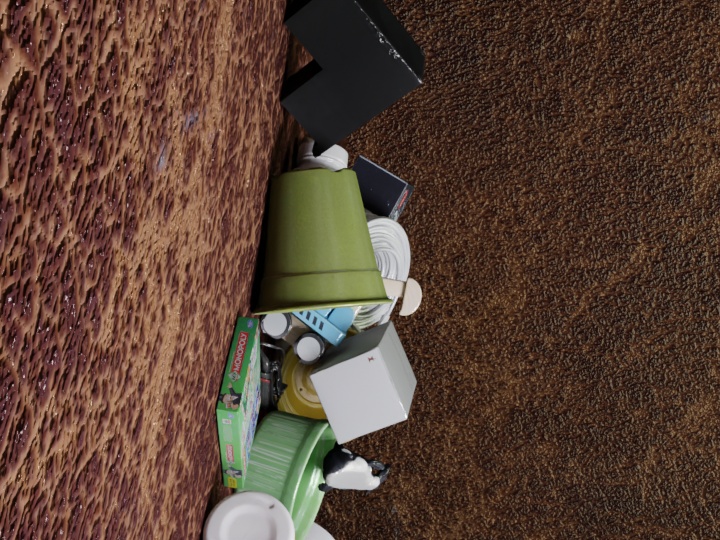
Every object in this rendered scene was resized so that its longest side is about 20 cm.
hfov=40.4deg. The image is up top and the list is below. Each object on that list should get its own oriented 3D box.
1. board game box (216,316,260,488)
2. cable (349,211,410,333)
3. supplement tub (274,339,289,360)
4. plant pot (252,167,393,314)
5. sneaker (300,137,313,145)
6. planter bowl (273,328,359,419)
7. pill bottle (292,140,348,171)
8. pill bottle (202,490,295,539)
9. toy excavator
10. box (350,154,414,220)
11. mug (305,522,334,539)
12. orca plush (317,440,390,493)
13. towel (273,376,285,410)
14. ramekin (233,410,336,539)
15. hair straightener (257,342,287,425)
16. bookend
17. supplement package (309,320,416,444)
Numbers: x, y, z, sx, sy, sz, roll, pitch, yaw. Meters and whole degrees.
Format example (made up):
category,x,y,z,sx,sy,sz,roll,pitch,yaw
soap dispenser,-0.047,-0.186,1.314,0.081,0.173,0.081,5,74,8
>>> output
category,x,y,z,sx,sy,sz,roll,pitch,yaw
board game box,-0.153,0.172,1.251,0.201,0.029,0.136,97,2,-52
cable,0.000,0.000,1.649,0.199,0.069,0.201,35,86,-47
supplement tub,-0.074,0.087,1.798,0.201,0.143,0.146,-81,178,-58
plant pot,-0.060,-0.041,1.370,0.200,0.197,0.193,74,11,-88
sneaker,-0.071,-0.163,1.727,0.201,0.087,0.076,97,1,-62
planter bowl,-0.061,0.190,1.671,0.083,0.198,0.203,-169,-94,-72
pill bottle,-0.072,-0.095,1.538,0.111,0.110,0.203,95,3,-71
pill bottle,-0.138,0.367,1.228,0.201,0.111,0.113,97,1,-53
toy excavator,-0.030,0.055,1.506,0.201,0.194,0.100,-54,179,2
box,0.004,-0.094,1.787,0.202,0.103,0.182,-61,176,6
mug,-0.142,0.575,1.774,0.176,0.147,0.201,-53,172,-48
orca plush,-0.011,0.292,1.515,0.199,0.105,0.072,20,44,-55
towel,-0.155,0.294,1.724,0.201,0.049,0.149,95,-4,-56
ramekin,-0.115,0.309,1.476,0.200,0.097,0.203,16,90,-77
hair straightener,-0.145,0.188,1.530,0.077,0.040,0.202,-57,152,-53
bookend,-0.046,-0.298,1.360,0.199,0.199,0.093,-32,-153,27
supplement package,0.009,0.169,1.525,0.200,0.116,0.118,-47,114,-79
